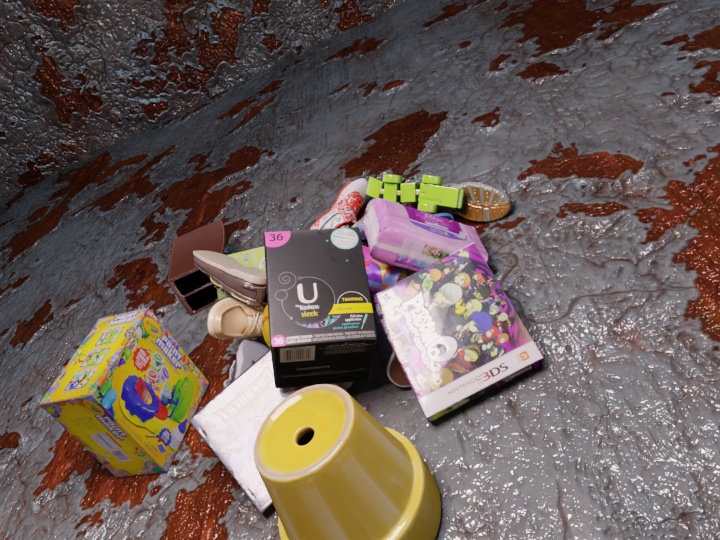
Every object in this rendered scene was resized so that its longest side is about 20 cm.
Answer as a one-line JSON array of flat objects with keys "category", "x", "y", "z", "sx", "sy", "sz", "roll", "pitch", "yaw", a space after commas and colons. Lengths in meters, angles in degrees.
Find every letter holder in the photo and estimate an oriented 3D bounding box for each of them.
[{"category": "letter holder", "x": -0.356, "y": -0.016, "z": 1.448, "sx": 0.141, "sy": 0.101, "sz": 0.201, "roll": -25, "pitch": 32, "yaw": 2}]

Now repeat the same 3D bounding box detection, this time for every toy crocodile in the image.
[{"category": "toy crocodile", "x": 0.100, "y": -0.147, "z": 1.182, "sx": 0.198, "sy": 0.068, "sz": 0.062, "roll": 6, "pitch": 7, "yaw": 22}]

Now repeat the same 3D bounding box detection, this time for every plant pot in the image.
[{"category": "plant pot", "x": -0.028, "y": 0.246, "z": 0.737, "sx": 0.199, "sy": 0.190, "sz": 0.202, "roll": -20, "pitch": 34, "yaw": 14}]

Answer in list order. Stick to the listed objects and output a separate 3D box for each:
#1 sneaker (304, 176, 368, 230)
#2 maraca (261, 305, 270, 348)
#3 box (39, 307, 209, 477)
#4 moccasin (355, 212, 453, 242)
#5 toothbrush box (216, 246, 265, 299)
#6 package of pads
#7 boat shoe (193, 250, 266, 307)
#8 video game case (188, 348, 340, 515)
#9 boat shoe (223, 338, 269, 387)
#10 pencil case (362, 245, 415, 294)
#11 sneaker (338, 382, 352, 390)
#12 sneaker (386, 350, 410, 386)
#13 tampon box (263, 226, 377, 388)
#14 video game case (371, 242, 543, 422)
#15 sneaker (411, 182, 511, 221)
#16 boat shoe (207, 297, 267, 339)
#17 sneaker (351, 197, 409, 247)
[{"category": "sneaker", "x": -0.024, "y": -0.123, "z": 1.367, "sx": 0.201, "sy": 0.068, "sz": 0.107, "roll": -46, "pitch": 36, "yaw": -18}, {"category": "maraca", "x": -0.122, "y": 0.094, "z": 1.076, "sx": 0.106, "sy": 0.138, "sz": 0.200, "roll": 18, "pitch": 29, "yaw": 6}, {"category": "box", "x": -0.391, "y": 0.208, "z": 1.064, "sx": 0.121, "sy": 0.201, "sz": 0.194, "roll": -13, "pitch": 36, "yaw": 23}, {"category": "moccasin", "x": 0.078, "y": -0.063, "z": 1.146, "sx": 0.197, "sy": 0.069, "sz": 0.080, "roll": -7, "pitch": 4, "yaw": -2}, {"category": "toothbrush box", "x": -0.169, "y": -0.004, "z": 1.234, "sx": 0.198, "sy": 0.087, "sz": 0.145, "roll": -10, "pitch": -1, "yaw": 26}, {"category": "package of pads", "x": 0.106, "y": -0.049, "z": 1.052, "sx": 0.198, "sy": 0.076, "sz": 0.121, "roll": 15, "pitch": 30, "yaw": -15}, {"category": "boat shoe", "x": -0.244, "y": 0.011, "z": 1.142, "sx": 0.199, "sy": 0.060, "sz": 0.071, "roll": 20, "pitch": 16, "yaw": 36}, {"category": "video game case", "x": -0.122, "y": 0.219, "z": 0.921, "sx": 0.200, "sy": 0.026, "sz": 0.181, "roll": -40, "pitch": 65, "yaw": -18}, {"category": "boat shoe", "x": -0.191, "y": 0.185, "z": 1.064, "sx": 0.068, "sy": 0.073, "sz": 0.200, "roll": -55, "pitch": 19, "yaw": 12}, {"category": "pencil case", "x": 0.000, "y": 0.000, "z": 1.114, "sx": 0.198, "sy": 0.089, "sz": 0.089, "roll": 14, "pitch": 49, "yaw": 27}, {"category": "sneaker", "x": -0.025, "y": 0.110, "z": 1.039, "sx": 0.076, "sy": 0.080, "sz": 0.202, "roll": -19, "pitch": 53, "yaw": 24}, {"category": "sneaker", "x": 0.117, "y": 0.101, "z": 0.962, "sx": 0.200, "sy": 0.073, "sz": 0.085, "roll": -44, "pitch": 0, "yaw": -8}, {"category": "tampon box", "x": -0.065, "y": 0.052, "z": 0.932, "sx": 0.148, "sy": 0.127, "sz": 0.202, "roll": -4, "pitch": 55, "yaw": -9}, {"category": "video game case", "x": 0.131, "y": 0.084, "z": 0.890, "sx": 0.180, "sy": 0.036, "sz": 0.201, "roll": -26, "pitch": 64, "yaw": 1}, {"category": "sneaker", "x": 0.201, "y": -0.144, "z": 1.211, "sx": 0.198, "sy": 0.077, "sz": 0.088, "roll": 7, "pitch": 24, "yaw": 29}, {"category": "boat shoe", "x": -0.199, "y": 0.086, "z": 1.134, "sx": 0.068, "sy": 0.075, "sz": 0.200, "roll": 2, "pitch": 3, "yaw": 23}, {"category": "sneaker", "x": 0.043, "y": -0.098, "z": 1.240, "sx": 0.088, "sy": 0.081, "sz": 0.201, "roll": -34, "pitch": 24, "yaw": 40}]
